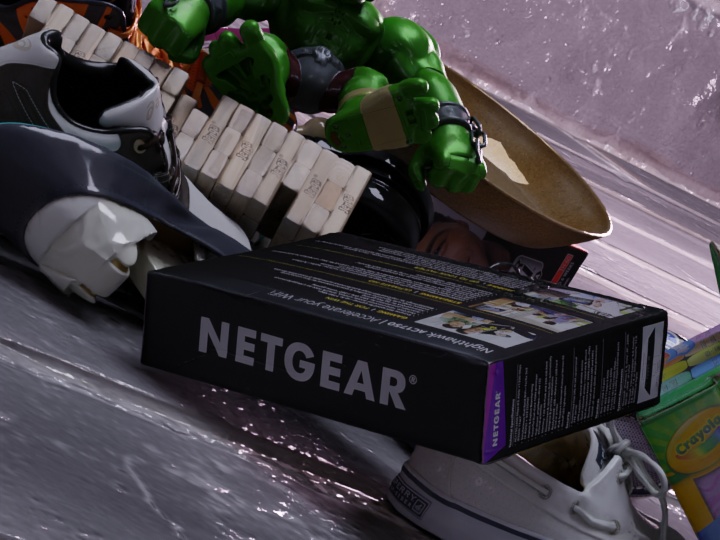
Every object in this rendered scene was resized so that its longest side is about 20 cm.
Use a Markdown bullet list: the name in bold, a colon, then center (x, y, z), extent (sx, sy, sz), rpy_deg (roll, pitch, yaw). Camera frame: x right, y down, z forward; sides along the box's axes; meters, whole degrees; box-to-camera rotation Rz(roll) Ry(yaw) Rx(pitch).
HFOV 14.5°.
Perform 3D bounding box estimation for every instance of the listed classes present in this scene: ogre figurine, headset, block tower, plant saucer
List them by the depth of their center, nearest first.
- **block tower**: center (-0.099, -0.068, 1.514), extent (0.199, 0.058, 0.054), rpy_deg (29, -34, -1)
- **ogre figurine**: center (-0.024, -0.121, 1.566), extent (0.199, 0.098, 0.120), rpy_deg (8, 35, -4)
- **headset**: center (0.000, 0.000, 1.594), extent (0.199, 0.094, 0.124), rpy_deg (17, 55, -14)
- **plant saucer**: center (0.062, -0.072, 1.702), extent (0.200, 0.035, 0.200), rpy_deg (35, 16, -11)

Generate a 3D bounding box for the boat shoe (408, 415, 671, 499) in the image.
- **boat shoe**: center (0.098, 0.091, 1.510), extent (0.199, 0.075, 0.093), rpy_deg (18, 18, -18)

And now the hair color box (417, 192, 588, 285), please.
- **hair color box**: center (0.044, -0.003, 1.734), extent (0.061, 0.102, 0.200), rpy_deg (38, 13, 38)

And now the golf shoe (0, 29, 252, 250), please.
- **golf shoe**: center (-0.116, -0.050, 1.430), extent (0.200, 0.094, 0.078), rpy_deg (30, 36, -35)

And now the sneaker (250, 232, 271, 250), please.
- **sneaker**: center (-0.082, -0.057, 1.711), extent (0.077, 0.080, 0.200), rpy_deg (26, 10, -19)

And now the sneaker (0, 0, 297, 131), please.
- **sneaker**: center (-0.121, -0.119, 1.577), extent (0.199, 0.112, 0.078), rpy_deg (12, 49, -15)

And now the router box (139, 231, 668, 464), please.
- **router box**: center (0.020, 0.031, 1.318), extent (0.199, 0.051, 0.149), rpy_deg (14, 16, 36)

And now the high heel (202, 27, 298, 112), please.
- **high heel**: center (-0.109, -0.116, 1.712), extent (0.199, 0.068, 0.096), rpy_deg (4, 1, 13)

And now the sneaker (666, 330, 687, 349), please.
- **sneaker**: center (0.158, 0.073, 1.698), extent (0.078, 0.089, 0.200), rpy_deg (29, 9, 4)

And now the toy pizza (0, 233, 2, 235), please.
- **toy pizza**: center (-0.200, -0.061, 1.507), extent (0.200, 0.032, 0.200), rpy_deg (29, 9, -5)

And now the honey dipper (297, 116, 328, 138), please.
- **honey dipper**: center (-0.110, -0.080, 1.650), extent (0.199, 0.038, 0.038), rpy_deg (3, 17, -16)

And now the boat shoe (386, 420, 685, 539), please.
- **boat shoe**: center (0.106, 0.102, 1.375), extent (0.201, 0.086, 0.075), rpy_deg (22, 11, -37)

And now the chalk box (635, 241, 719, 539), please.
- **chalk box**: center (0.211, 0.083, 1.424), extent (0.201, 0.123, 0.124), rpy_deg (62, 7, -5)

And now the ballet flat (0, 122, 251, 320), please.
- **ballet flat**: center (-0.109, -0.007, 1.381), extent (0.200, 0.073, 0.073), rpy_deg (31, 6, -36)
